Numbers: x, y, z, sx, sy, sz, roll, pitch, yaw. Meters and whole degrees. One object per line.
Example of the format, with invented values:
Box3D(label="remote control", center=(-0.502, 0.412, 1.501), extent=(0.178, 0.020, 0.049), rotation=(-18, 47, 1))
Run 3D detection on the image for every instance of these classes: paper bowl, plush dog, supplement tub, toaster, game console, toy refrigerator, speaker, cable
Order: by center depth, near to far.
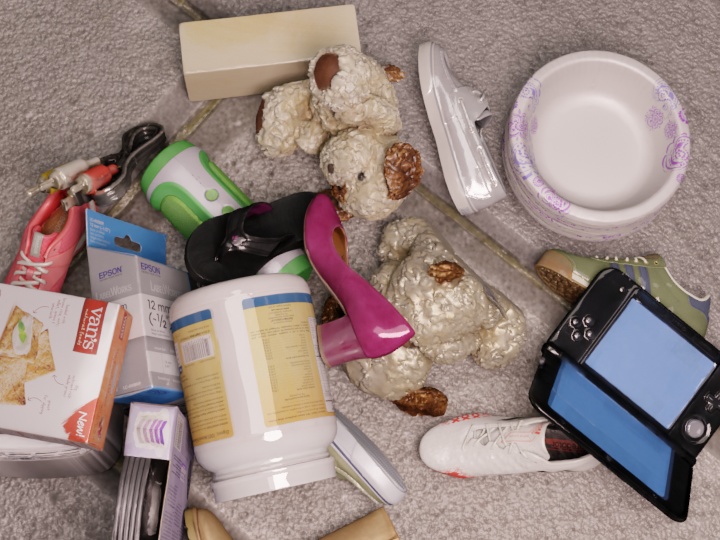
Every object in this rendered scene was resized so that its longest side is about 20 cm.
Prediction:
Box3D(label="supplement tub", center=(-0.102, 0.115, 1.266), extent=(0.143, 0.145, 0.202), rotation=(-11, 82, -5))
Box3D(label="game console", center=(0.286, 0.120, 1.305), extent=(0.199, 0.116, 0.176), rotation=(39, 87, -2))
Box3D(label="toaster", center=(-0.320, 0.148, 1.309), extent=(0.197, 0.129, 0.115), rotation=(2, 74, -2))
Box3D(label="plush dog", center=(0.053, 0.059, 1.346), extent=(0.200, 0.160, 0.172), rotation=(44, 100, 10))
Box3D(label="cable", center=(-0.259, -0.120, 1.371), extent=(0.096, 0.051, 0.200), rotation=(2, 33, 32))
Box3D(label="speaker", center=(-0.145, -0.047, 1.393), extent=(0.088, 0.089, 0.200), rotation=(-43, 80, -13))
Box3D(label="plush dog", center=(-0.002, -0.138, 1.401), extent=(0.159, 0.199, 0.174), rotation=(-10, 81, -37))
Box3D(label="paper bowl", center=(0.255, -0.131, 1.425), extent=(0.198, 0.104, 0.203), rotation=(0, 73, -1))
Box3D(label="toy refrigerator", center=(-0.102, -0.248, 1.462), extent=(0.198, 0.076, 0.071), rotation=(-7, 74, -3))

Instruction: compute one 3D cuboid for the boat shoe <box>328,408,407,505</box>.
Box3D(label="boat shoe", center=(-0.037, 0.180, 1.351), extent=(0.200, 0.072, 0.062), rotation=(42, 94, 17))

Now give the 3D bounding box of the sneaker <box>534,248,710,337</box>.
Box3D(label="sneaker", center=(0.292, 0.016, 1.405), extent=(0.199, 0.067, 0.090), rotation=(32, 75, 1))

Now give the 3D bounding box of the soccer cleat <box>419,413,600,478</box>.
Box3D(label="soccer cleat", center=(0.161, 0.179, 1.341), extent=(0.197, 0.085, 0.069), rotation=(2, 74, -2))

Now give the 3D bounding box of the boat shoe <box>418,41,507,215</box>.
Box3D(label="boat shoe", center=(0.115, -0.165, 1.438), extent=(0.068, 0.072, 0.202), rotation=(-17, 74, 15))

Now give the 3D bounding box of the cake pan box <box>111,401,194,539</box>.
Box3D(label="cake pan box", center=(-0.201, 0.234, 1.252), extent=(0.052, 0.200, 0.186), rotation=(5, 76, -1))

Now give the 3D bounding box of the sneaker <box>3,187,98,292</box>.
Box3D(label="sneaker", center=(-0.346, -0.008, 1.376), extent=(0.073, 0.087, 0.202), rotation=(17, 74, 4))

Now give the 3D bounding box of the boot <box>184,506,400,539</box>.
Box3D(label="boot", center=(-0.062, 0.289, 1.315), extent=(0.198, 0.066, 0.177), rotation=(-22, 88, -8))

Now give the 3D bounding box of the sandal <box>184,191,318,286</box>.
Box3D(label="sandal", center=(-0.100, -0.044, 1.322), extent=(0.200, 0.048, 0.075), rotation=(-29, 72, -42))

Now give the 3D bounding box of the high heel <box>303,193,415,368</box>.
Box3D(label="high heel", center=(0.000, 0.000, 1.288), extent=(0.095, 0.067, 0.202), rotation=(-18, 61, 15))

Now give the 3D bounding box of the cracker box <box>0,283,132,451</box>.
Box3D(label="cracker box", center=(-0.329, 0.085, 1.225), extent=(0.198, 0.058, 0.135), rotation=(9, 75, 6))

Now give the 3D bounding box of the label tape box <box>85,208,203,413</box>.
Box3D(label="label tape box", center=(-0.210, 0.038, 1.334), extent=(0.065, 0.143, 0.202), rotation=(-14, 74, 23))
